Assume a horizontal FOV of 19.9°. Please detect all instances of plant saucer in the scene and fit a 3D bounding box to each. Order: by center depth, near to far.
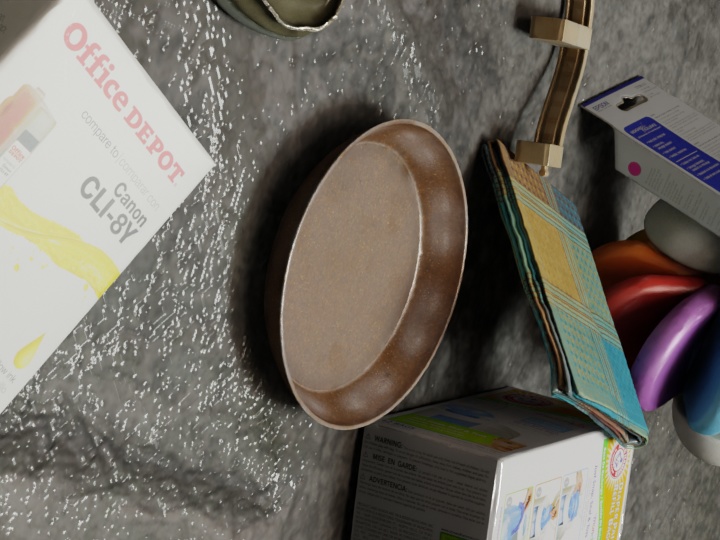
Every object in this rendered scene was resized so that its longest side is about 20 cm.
[{"bbox_3d":[0.000,0.000,1.292,0.200,0.034,0.200,-27,125,-47],"label":"plant saucer"}]

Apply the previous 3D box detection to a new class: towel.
[{"bbox_3d":[0.142,0.018,1.417,0.147,0.022,0.200,34,35,-55],"label":"towel"}]

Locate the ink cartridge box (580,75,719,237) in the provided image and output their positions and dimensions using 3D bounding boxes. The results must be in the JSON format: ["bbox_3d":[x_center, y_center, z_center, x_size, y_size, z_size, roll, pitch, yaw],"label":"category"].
[{"bbox_3d":[0.260,-0.071,1.512,0.095,0.200,0.037,-27,148,-48],"label":"ink cartridge box"}]

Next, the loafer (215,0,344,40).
[{"bbox_3d":[-0.052,-0.192,1.102,0.075,0.070,0.200,-61,145,-19],"label":"loafer"}]

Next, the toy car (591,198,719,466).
[{"bbox_3d":[0.240,0.048,1.523,0.150,0.200,0.175,-14,134,-43],"label":"toy car"}]

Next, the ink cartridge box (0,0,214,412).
[{"bbox_3d":[-0.182,-0.031,0.935,0.200,0.083,0.145,-51,140,-14],"label":"ink cartridge box"}]

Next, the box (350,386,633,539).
[{"bbox_3d":[0.095,0.151,1.421,0.200,0.112,0.101,-7,107,-55],"label":"box"}]

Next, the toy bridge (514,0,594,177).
[{"bbox_3d":[0.141,-0.165,1.426,0.067,0.027,0.200,-1,100,-67],"label":"toy bridge"}]
